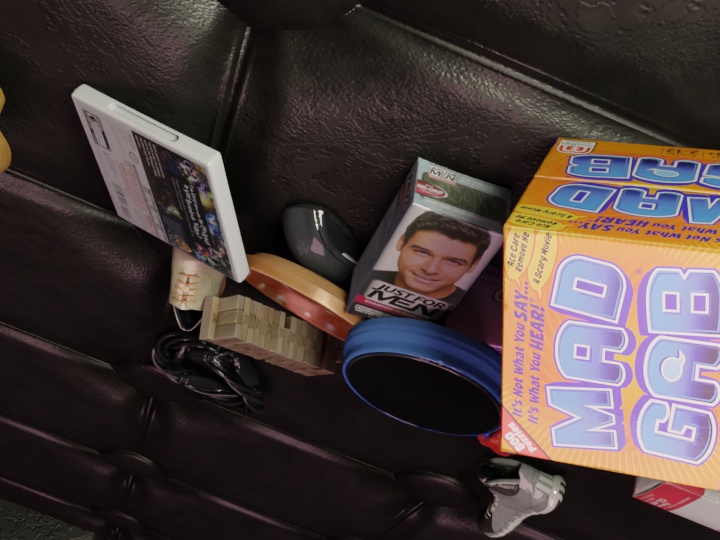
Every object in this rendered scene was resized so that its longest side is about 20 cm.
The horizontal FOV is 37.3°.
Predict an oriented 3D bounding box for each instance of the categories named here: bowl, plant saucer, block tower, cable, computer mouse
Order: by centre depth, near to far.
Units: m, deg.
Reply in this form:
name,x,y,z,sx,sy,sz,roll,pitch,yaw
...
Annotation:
name,x,y,z,sx,sy,sz,roll,pitch,yaw
bowl,0.073,0.120,1.157,0.199,0.040,0.201,16,151,9
computer mouse,0.000,0.000,1.182,0.139,0.046,0.200,0,146,32
plant saucer,-0.053,0.034,1.231,0.199,0.032,0.200,28,169,6
block tower,-0.105,0.083,1.324,0.058,0.054,0.199,-11,156,41
cable,-0.222,0.160,1.579,0.162,0.051,0.200,5,149,23

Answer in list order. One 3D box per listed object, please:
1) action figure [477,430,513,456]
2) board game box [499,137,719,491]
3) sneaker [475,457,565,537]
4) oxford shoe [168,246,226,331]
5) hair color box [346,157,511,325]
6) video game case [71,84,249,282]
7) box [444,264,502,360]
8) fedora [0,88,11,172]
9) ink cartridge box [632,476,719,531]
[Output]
name,x,y,z,sx,sy,sz,roll,pitch,yaw
action figure,0.211,0.213,1.420,0.065,0.052,0.200,32,154,-12
board game box,0.233,0.026,0.861,0.198,0.200,0.201,7,118,20
sneaker,0.208,0.330,1.607,0.115,0.075,0.200,32,139,-13
oxford shoe,-0.196,0.008,1.282,0.070,0.074,0.200,16,150,6
hair color box,0.064,-0.016,1.069,0.098,0.061,0.200,18,143,-10
video game case,-0.205,-0.087,1.118,0.181,0.023,0.201,28,151,21
box,0.190,0.095,1.182,0.174,0.097,0.201,11,149,14
fedora,-0.436,-0.181,1.095,0.199,0.082,0.201,19,150,11
ink cartridge box,0.420,0.214,1.197,0.199,0.148,0.086,23,151,-7
